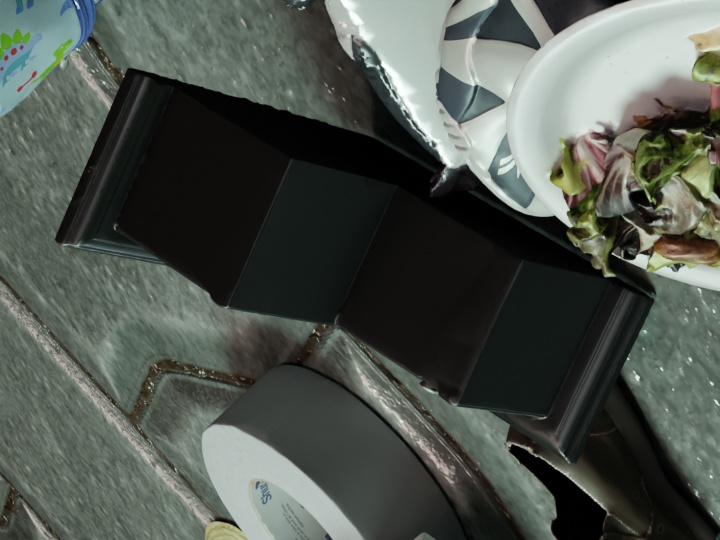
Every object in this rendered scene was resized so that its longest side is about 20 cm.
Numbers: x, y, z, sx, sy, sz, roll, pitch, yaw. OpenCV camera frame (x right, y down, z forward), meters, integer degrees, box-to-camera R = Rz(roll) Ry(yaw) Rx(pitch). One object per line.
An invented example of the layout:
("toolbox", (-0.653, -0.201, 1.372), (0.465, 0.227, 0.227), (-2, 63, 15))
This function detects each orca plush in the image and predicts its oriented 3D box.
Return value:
("orca plush", (0.029, -0.135, 0.972), (0.105, 0.071, 0.200), (-25, 125, 20))

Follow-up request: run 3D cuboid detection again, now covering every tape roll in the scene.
("tape roll", (-0.018, 0.162, 1.464), (0.200, 0.066, 0.201), (39, 155, 22))

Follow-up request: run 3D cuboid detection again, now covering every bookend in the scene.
("bookend", (0.000, 0.000, 1.024), (0.199, 0.093, 0.198), (32, -168, 34))

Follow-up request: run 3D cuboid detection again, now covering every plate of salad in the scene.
("plate of salad", (0.150, -0.034, 0.798), (0.198, 0.048, 0.201), (10, 150, 6))

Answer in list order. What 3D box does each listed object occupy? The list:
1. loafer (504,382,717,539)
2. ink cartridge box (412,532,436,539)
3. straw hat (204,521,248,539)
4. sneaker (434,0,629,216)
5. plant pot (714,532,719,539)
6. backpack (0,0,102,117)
("loafer", (0.134, 0.139, 1.152), (0.201, 0.071, 0.073), (56, 156, -14))
("ink cartridge box", (0.079, 0.265, 1.363), (0.199, 0.067, 0.116), (36, 136, -12))
("straw hat", (-0.096, 0.310, 1.800), (0.201, 0.085, 0.202), (38, 154, 23))
("sneaker", (0.098, -0.079, 0.874), (0.129, 0.079, 0.200), (41, 147, 40))
("plant pot", (0.246, 0.180, 0.942), (0.199, 0.141, 0.142), (32, 152, 19))
("backpack", (-0.227, -0.180, 1.211), (0.184, 0.147, 0.200), (55, 161, -14))
